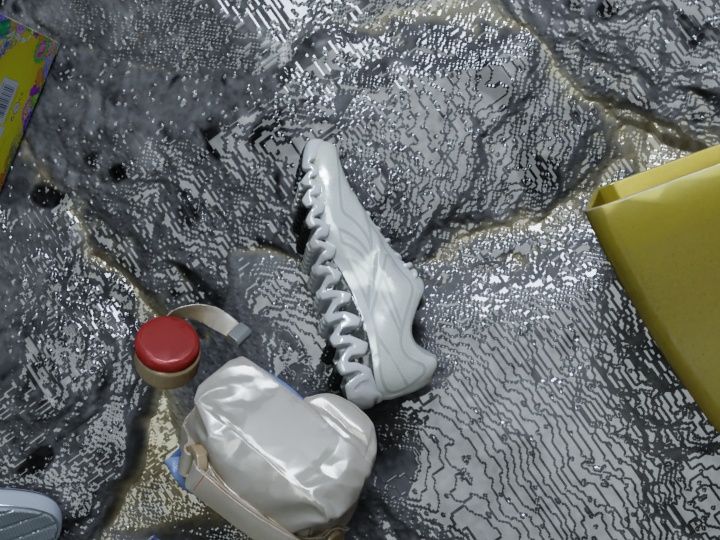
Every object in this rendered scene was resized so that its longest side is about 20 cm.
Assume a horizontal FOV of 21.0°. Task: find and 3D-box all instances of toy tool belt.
[{"bbox_3d":[-0.084,0.129,1.380,0.200,0.123,0.125,35,54,17],"label":"toy tool belt"}]

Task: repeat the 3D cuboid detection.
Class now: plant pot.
[{"bbox_3d":[0.273,0.002,1.282,0.200,0.200,0.177,-19,93,10],"label":"plant pot"}]

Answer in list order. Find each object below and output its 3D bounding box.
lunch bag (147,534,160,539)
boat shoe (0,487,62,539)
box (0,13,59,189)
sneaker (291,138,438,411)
[{"bbox_3d":[-0.116,0.288,1.350,0.139,0.168,0.200,12,88,13],"label":"lunch bag"},{"bbox_3d":[-0.323,0.187,1.455,0.200,0.062,0.072,-8,129,-1],"label":"boat shoe"},{"bbox_3d":[-0.364,-0.122,1.458,0.192,0.122,0.200,22,91,14],"label":"box"},{"bbox_3d":[0.000,0.000,1.403,0.081,0.075,0.200,-12,81,-9],"label":"sneaker"}]
